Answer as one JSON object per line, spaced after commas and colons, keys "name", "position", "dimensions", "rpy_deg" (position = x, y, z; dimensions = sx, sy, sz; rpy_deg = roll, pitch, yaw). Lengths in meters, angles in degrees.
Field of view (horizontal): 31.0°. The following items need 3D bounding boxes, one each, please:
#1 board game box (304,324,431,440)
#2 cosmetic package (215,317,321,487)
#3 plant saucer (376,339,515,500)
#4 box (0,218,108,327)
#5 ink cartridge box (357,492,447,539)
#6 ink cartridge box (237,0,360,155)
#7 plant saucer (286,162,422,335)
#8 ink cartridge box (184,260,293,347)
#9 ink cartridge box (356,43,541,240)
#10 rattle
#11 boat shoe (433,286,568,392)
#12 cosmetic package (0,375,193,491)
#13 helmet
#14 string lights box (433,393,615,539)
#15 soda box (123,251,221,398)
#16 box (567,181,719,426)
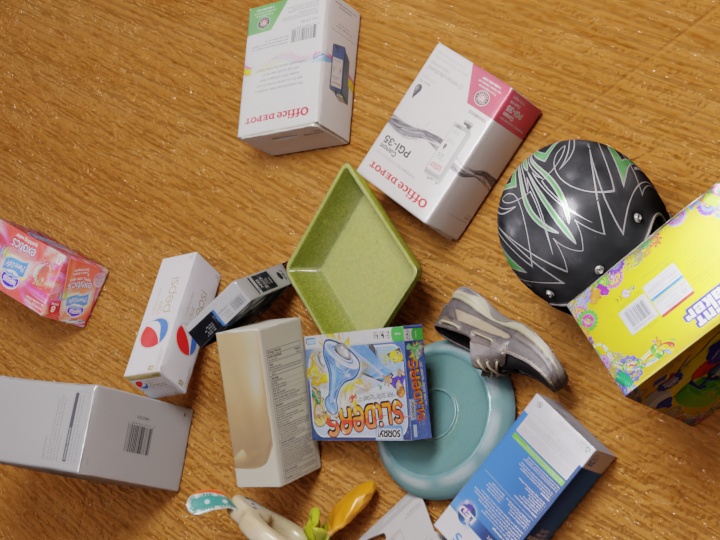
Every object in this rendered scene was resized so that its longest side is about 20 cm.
{"name": "board game box", "position": [0.006, 0.141, 1.601], "dimensions": [0.199, 0.034, 0.137], "rpy_deg": [-10, 84, 51]}
{"name": "cosmetic package", "position": [-0.117, 0.167, 1.656], "dimensions": [0.071, 0.105, 0.202], "rpy_deg": [-6, 92, 31]}
{"name": "plant saucer", "position": [0.095, 0.177, 1.582], "dimensions": [0.199, 0.027, 0.202], "rpy_deg": [-15, 63, 32]}
{"name": "box", "position": [-0.503, 0.002, 2.027], "dimensions": [0.199, 0.094, 0.103], "rpy_deg": [25, 92, 38]}
{"name": "ink cartridge box", "position": [0.036, 0.386, 1.559], "dimensions": [0.200, 0.045, 0.177], "rpy_deg": [-45, 30, 15]}
{"name": "ink cartridge box", "position": [-0.087, -0.274, 1.821], "dimensions": [0.144, 0.087, 0.202], "rpy_deg": [-6, 71, 34]}
{"name": "plant saucer", "position": [0.000, 0.000, 1.669], "dimensions": [0.200, 0.048, 0.201], "rpy_deg": [58, 132, 32]}
{"name": "ink cartridge box", "position": [-0.151, 0.043, 1.724], "dimensions": [0.099, 0.200, 0.039], "rpy_deg": [-43, 85, 19]}
{"name": "ink cartridge box", "position": [0.111, -0.162, 1.648], "dimensions": [0.146, 0.083, 0.201], "rpy_deg": [39, 99, 37]}
{"name": "rattle", "position": [-0.105, 0.282, 1.619], "dimensions": [0.199, 0.130, 0.144], "rpy_deg": [33, 108, 18]}
{"name": "boat shoe", "position": [0.163, 0.096, 1.531], "dimensions": [0.073, 0.075, 0.200], "rpy_deg": [-45, 43, -8]}
{"name": "cosmetic package", "position": [-0.378, 0.229, 1.803], "dimensions": [0.199, 0.199, 0.124], "rpy_deg": [2, 77, 36]}
{"name": "helmet", "position": [0.246, -0.050, 1.448], "dimensions": [0.199, 0.190, 0.202], "rpy_deg": [-12, 69, 33]}
{"name": "string lights box", "position": [0.186, 0.253, 1.483], "dimensions": [0.201, 0.059, 0.103], "rpy_deg": [-53, 53, 10]}
{"name": "soda box", "position": [-0.261, 0.076, 1.813], "dimensions": [0.068, 0.064, 0.201], "rpy_deg": [-11, 50, 31]}
{"name": "box", "position": [0.357, 0.041, 1.342], "dimensions": [0.200, 0.192, 0.122], "rpy_deg": [-41, 56, 19]}
